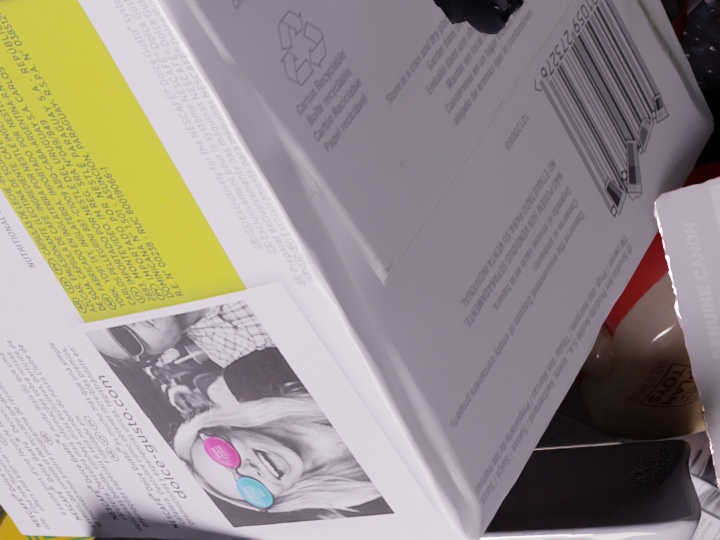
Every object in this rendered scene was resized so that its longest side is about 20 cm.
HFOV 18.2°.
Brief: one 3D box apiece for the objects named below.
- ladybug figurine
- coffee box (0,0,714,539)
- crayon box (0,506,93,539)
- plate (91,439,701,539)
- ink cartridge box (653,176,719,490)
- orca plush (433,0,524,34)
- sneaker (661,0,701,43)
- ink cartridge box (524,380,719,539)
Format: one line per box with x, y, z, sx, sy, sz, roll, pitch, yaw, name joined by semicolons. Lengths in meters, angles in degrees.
0.149;0.000;0.838;0.200;0.072;0.136;-13;150;-40;ladybug figurine
-0.041;-0.054;0.708;0.197;0.200;0.200;-5;127;40;coffee box
-0.141;0.078;1.157;0.051;0.127;0.200;21;154;-9;crayon box
0.016;0.091;0.769;0.199;0.032;0.200;-6;-178;7;plate
0.205;0.015;0.754;0.199;0.050;0.161;-16;107;0;ink cartridge box
0.095;-0.141;0.608;0.200;0.105;0.071;-23;112;-2;orca plush
0.096;-0.053;0.842;0.112;0.071;0.200;-4;145;40;sneaker
0.125;0.066;0.949;0.200;0.147;0.086;24;125;-15;ink cartridge box
